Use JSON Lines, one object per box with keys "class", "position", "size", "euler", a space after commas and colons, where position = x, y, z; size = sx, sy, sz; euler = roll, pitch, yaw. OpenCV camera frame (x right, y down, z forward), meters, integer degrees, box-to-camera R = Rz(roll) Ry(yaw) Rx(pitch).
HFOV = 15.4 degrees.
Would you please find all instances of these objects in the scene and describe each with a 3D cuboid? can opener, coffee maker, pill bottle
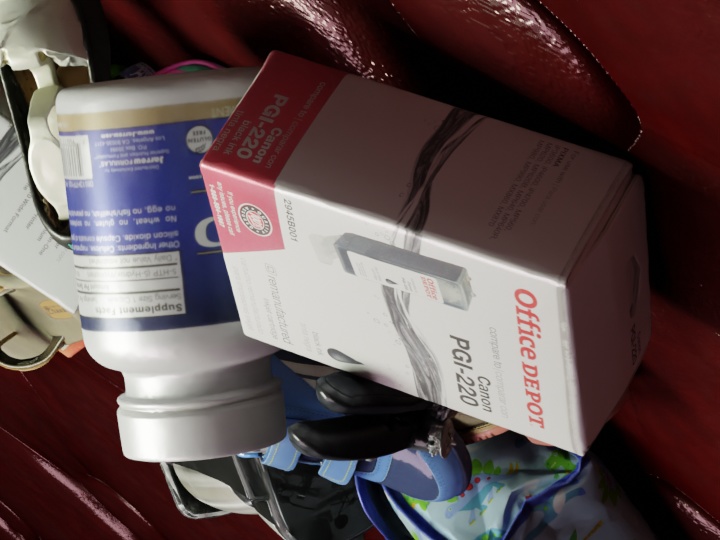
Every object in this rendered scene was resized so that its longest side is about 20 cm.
{"class": "can opener", "position": [0.005, 0.076, 1.417], "size": [0.079, 0.063, 0.200], "euler": [24, -168, 14]}
{"class": "coffee maker", "position": [-0.080, 0.094, 1.835], "size": [0.192, 0.135, 0.200], "euler": [47, 163, -19]}
{"class": "pill bottle", "position": [-0.094, -0.004, 1.421], "size": [0.120, 0.120, 0.200], "euler": [6, 104, 63]}

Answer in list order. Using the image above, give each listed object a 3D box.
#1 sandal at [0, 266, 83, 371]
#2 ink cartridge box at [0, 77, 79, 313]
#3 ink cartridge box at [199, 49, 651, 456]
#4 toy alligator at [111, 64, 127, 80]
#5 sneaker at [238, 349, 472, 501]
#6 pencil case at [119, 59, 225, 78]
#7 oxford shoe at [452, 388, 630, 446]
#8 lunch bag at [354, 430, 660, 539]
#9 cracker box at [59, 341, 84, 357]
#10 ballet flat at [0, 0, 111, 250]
{"class": "sandal", "position": [-0.222, 0.037, 1.748], "size": [0.080, 0.054, 0.200], "euler": [39, 160, -18]}
{"class": "ink cartridge box", "position": [-0.227, -0.073, 1.628], "size": [0.200, 0.084, 0.145], "euler": [34, -171, -6]}
{"class": "ink cartridge box", "position": [0.035, -0.008, 1.298], "size": [0.200, 0.085, 0.146], "euler": [17, 147, 21]}
{"class": "toy alligator", "position": [-0.171, -0.120, 1.626], "size": [0.200, 0.054, 0.059], "euler": [37, -170, 11]}
{"class": "sneaker", "position": [-0.031, 0.087, 1.535], "size": [0.200, 0.082, 0.074], "euler": [28, 143, 7]}
{"class": "pencil case", "position": [-0.085, -0.034, 1.565], "size": [0.088, 0.088, 0.200], "euler": [27, 152, 39]}
{"class": "oxford shoe", "position": [0.076, 0.053, 1.515], "size": [0.075, 0.070, 0.200], "euler": [55, 152, -15]}
{"class": "lunch bag", "position": [0.083, 0.149, 1.654], "size": [0.200, 0.127, 0.170], "euler": [41, 171, 48]}
{"class": "cracker box", "position": [-0.242, -0.032, 1.781], "size": [0.200, 0.058, 0.134], "euler": [35, 154, -12]}
{"class": "ballet flat", "position": [-0.173, -0.106, 1.510], "size": [0.068, 0.068, 0.200], "euler": [-55, -48, -76]}
